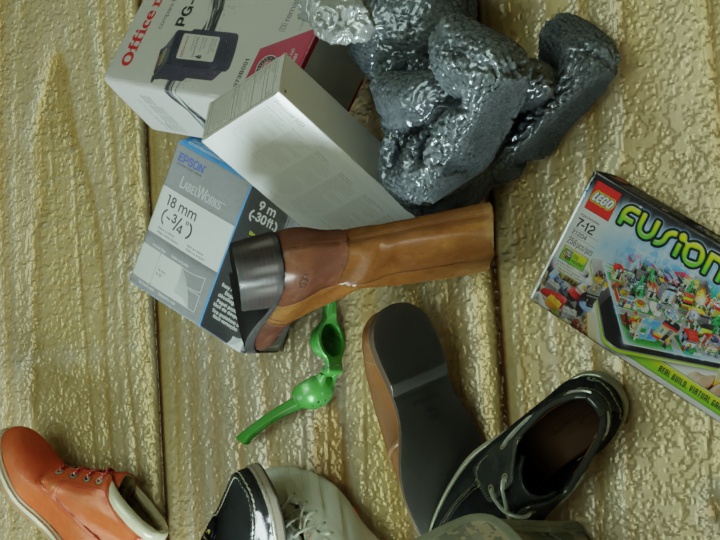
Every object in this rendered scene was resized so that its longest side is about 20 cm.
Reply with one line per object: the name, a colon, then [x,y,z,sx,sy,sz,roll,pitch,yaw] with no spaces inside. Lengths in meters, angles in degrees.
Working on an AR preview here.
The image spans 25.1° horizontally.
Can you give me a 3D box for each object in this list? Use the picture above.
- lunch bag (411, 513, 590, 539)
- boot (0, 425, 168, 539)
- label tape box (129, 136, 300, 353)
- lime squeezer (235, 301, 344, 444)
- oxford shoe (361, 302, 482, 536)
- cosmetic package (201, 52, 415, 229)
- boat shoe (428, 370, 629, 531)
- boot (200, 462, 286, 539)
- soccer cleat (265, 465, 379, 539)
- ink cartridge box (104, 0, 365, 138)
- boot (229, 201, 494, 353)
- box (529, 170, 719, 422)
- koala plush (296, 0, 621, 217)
lunch bag: [0.112,0.259,1.111,0.118,0.200,0.164,-53,52,21]
boot: [-0.255,0.200,1.473,0.200,0.075,0.107,47,110,19]
label tape box: [-0.101,-0.050,1.377,0.144,0.063,0.201,29,104,33]
lime squeezer: [-0.040,0.069,1.348,0.071,0.038,0.201,37,110,51]
oxford shoe: [0.047,0.126,1.271,0.071,0.071,0.201,154,103,-70]
cosmetic package: [-0.022,-0.074,1.245,0.082,0.200,0.051,-27,38,32]
boat shoe: [0.115,0.155,1.191,0.072,0.068,0.200,42,108,2]
boot: [-0.146,0.248,1.306,0.073,0.150,0.200,57,144,39]
soccer cleat: [-0.027,0.221,1.299,0.200,0.077,0.069,35,107,32]
ink cartridge box: [-0.095,-0.185,1.341,0.199,0.084,0.145,13,70,36]
boot: [0.000,0.000,1.245,0.199,0.188,0.069,-11,66,-8]
box: [0.227,0.022,1.155,0.200,0.035,0.110,34,106,32]
koala plush: [0.051,-0.160,1.215,0.200,0.177,0.184,53,127,21]
